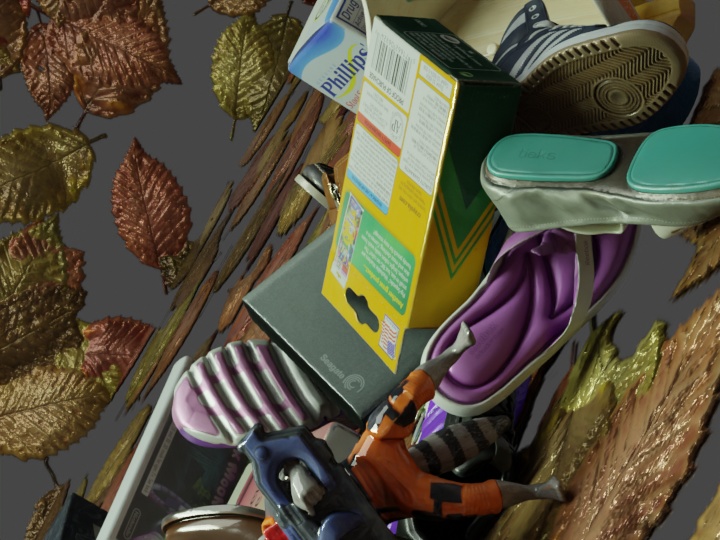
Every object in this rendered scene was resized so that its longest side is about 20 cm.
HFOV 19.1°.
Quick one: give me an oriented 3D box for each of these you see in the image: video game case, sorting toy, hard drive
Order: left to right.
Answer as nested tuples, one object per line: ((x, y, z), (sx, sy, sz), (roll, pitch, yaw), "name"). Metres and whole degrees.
((-0.098, 0.191, 1.607), (0.023, 0.181, 0.201), (-32, 27, 44), "video game case")
((0.035, 0.005, 1.488), (0.200, 0.139, 0.033), (-39, -35, -12), "hard drive")
((0.076, -0.213, 1.508), (0.198, 0.180, 0.108), (-10, 65, 30), "sorting toy")

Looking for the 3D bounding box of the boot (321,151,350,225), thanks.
((0.000, 0.000, 1.625), (0.076, 0.156, 0.200), (-23, -9, -30), "boot")

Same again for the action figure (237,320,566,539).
((0.022, 0.155, 1.260), (0.192, 0.201, 0.105), (-30, 1, -4), "action figure")

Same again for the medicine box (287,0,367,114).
((0.067, -0.212, 1.870), (0.103, 0.199, 0.183), (-41, 21, 58), "medicine box")

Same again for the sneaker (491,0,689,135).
((0.143, -0.138, 1.381), (0.199, 0.070, 0.109), (-27, 28, 49), "sneaker")

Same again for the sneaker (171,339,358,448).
((-0.041, 0.090, 1.533), (0.081, 0.198, 0.089), (65, 156, 24), "sneaker")

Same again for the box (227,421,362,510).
((-0.031, 0.197, 1.477), (0.129, 0.108, 0.200), (-64, 12, -21), "box")

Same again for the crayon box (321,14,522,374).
((0.037, -0.050, 1.399), (0.126, 0.051, 0.202), (46, 129, 54), "crayon box")

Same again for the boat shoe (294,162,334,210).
((0.026, -0.061, 1.725), (0.073, 0.199, 0.063), (44, 106, 41), "boat shoe")

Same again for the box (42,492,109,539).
((-0.173, 0.299, 1.628), (0.118, 0.196, 0.200), (-57, 11, 18), "box")

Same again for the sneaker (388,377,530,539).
((0.074, 0.109, 1.366), (0.099, 0.069, 0.202), (-12, 52, 67), "sneaker")

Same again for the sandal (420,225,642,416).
((0.115, 0.006, 1.341), (0.203, 0.082, 0.050), (-55, -9, -16), "sandal")

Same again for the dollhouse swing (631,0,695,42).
((0.123, -0.150, 1.588), (0.201, 0.181, 0.176), (-61, 0, -10), "dollhouse swing")

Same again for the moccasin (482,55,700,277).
((0.157, -0.061, 1.434), (0.200, 0.080, 0.068), (-46, 8, -4), "moccasin")

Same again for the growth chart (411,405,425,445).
((0.075, 0.068, 1.581), (0.146, 0.018, 0.200), (-59, 9, 0), "growth chart")

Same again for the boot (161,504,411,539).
((-0.061, 0.250, 1.297), (0.064, 0.185, 0.202), (45, -126, -57), "boot")

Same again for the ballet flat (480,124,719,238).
((0.165, -0.049, 1.282), (0.198, 0.064, 0.068), (3, 47, 36), "ballet flat")
